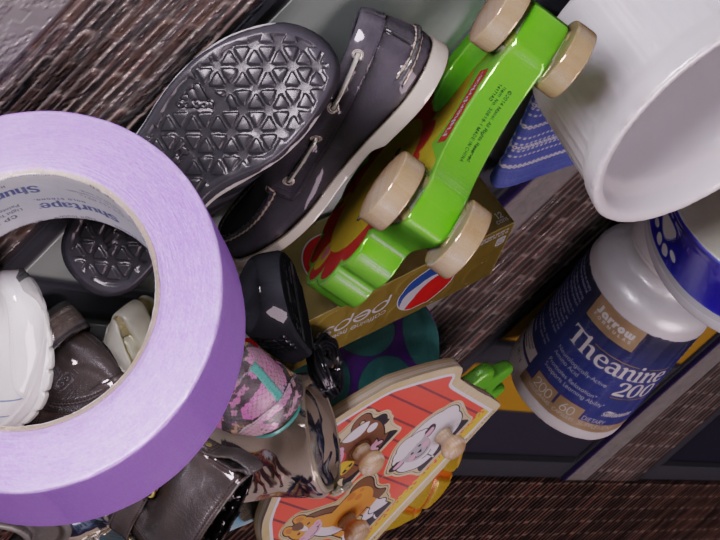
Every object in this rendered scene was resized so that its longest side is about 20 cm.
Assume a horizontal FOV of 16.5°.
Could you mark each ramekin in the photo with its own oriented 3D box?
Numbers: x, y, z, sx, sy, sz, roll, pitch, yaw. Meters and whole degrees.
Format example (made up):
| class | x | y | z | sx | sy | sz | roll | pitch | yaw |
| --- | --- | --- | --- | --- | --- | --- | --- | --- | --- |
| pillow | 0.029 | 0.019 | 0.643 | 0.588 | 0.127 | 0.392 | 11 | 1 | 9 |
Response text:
| class | x | y | z | sx | sy | sz | roll | pitch | yaw |
| --- | --- | --- | --- | --- | --- | --- | --- | --- | --- |
| ramekin | 0.206 | -0.133 | 1.583 | 0.200 | 0.098 | 0.201 | -28 | 154 | -15 |

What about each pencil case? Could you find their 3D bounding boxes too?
| class | x | y | z | sx | sy | sz | roll | pitch | yaw |
| --- | --- | --- | --- | --- | --- | --- | --- | --- | --- |
| pencil case | -0.040 | 0.081 | 1.708 | 0.199 | 0.086 | 0.092 | -20 | -175 | -34 |
| pencil case | -0.109 | 0.121 | 1.586 | 0.199 | 0.090 | 0.078 | -10 | -162 | 7 |

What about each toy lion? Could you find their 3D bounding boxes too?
| class | x | y | z | sx | sy | sz | roll | pitch | yaw |
| --- | --- | --- | --- | --- | --- | --- | --- | --- | --- |
| toy lion | 0.041 | -0.069 | 1.485 | 0.201 | 0.069 | 0.192 | -59 | -167 | -11 |

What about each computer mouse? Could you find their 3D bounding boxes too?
| class | x | y | z | sx | sy | sz | roll | pitch | yaw |
| --- | --- | --- | --- | --- | --- | --- | --- | --- | --- |
| computer mouse | -0.043 | 0.039 | 1.512 | 0.034 | 0.059 | 0.200 | -13 | 158 | 8 |

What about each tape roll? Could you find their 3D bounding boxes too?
| class | x | y | z | sx | sy | sz | roll | pitch | yaw |
| --- | --- | --- | --- | --- | --- | --- | --- | --- | --- |
| tape roll | -0.161 | 0.024 | 1.245 | 0.200 | 0.200 | 0.066 | -35 | 159 | -4 |

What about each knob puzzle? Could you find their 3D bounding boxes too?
| class | x | y | z | sx | sy | sz | roll | pitch | yaw |
| --- | --- | --- | --- | --- | --- | --- | --- | --- | --- |
| knob puzzle | 0.005 | 0.141 | 1.717 | 0.219 | 0.030 | 0.220 | -31 | 150 | -20 |

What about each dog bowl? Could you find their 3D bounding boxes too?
| class | x | y | z | sx | sy | sz | roll | pitch | yaw |
| --- | --- | --- | --- | --- | --- | --- | --- | --- | --- |
| dog bowl | 0.314 | -0.045 | 1.832 | 0.199 | 0.200 | 0.079 | -28 | 154 | -21 |

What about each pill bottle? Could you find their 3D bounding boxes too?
| class | x | y | z | sx | sy | sz | roll | pitch | yaw |
| --- | --- | --- | --- | --- | --- | --- | --- | --- | --- |
| pill bottle | 0.211 | 0.033 | 1.957 | 0.111 | 0.111 | 0.200 | -14 | 149 | -44 |

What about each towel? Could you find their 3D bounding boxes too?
| class | x | y | z | sx | sy | sz | roll | pitch | yaw |
| --- | --- | --- | --- | --- | --- | --- | --- | --- | --- |
| towel | 0.169 | -0.139 | 1.671 | 0.144 | 0.024 | 0.200 | -20 | 152 | -32 |

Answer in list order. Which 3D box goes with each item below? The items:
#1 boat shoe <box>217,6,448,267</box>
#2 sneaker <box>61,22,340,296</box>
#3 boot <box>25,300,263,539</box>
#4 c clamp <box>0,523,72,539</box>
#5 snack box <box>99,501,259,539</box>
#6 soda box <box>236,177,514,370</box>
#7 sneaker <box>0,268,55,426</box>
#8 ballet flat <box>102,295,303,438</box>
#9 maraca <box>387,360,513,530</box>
| class | x | y | z | sx | sy | sz | roll | pitch | yaw |
| --- | --- | --- | --- | --- | --- | --- | --- | --- | --- |
| boat shoe | -0.032 | -0.080 | 1.454 | 0.063 | 0.073 | 0.200 | 32 | 125 | -21 |
| sneaker | -0.092 | -0.067 | 1.380 | 0.200 | 0.072 | 0.083 | -41 | -178 | 13 |
| boot | -0.161 | 0.133 | 1.493 | 0.069 | 0.174 | 0.200 | -35 | 165 | -51 |
| c clamp | -0.271 | 0.177 | 1.486 | 0.170 | 0.027 | 0.200 | 13 | 146 | -30 |
| snack box | -0.090 | 0.146 | 1.748 | 0.199 | 0.037 | 0.116 | -20 | -167 | -37 |
| soda box | 0.000 | 0.000 | 1.631 | 0.199 | 0.064 | 0.068 | -25 | 156 | -27 |
| sneaker | -0.244 | 0.075 | 1.407 | 0.087 | 0.075 | 0.200 | 0 | 138 | -49 |
| ballet flat | -0.113 | 0.053 | 1.501 | 0.069 | 0.199 | 0.071 | -45 | 121 | -26 |
| maraca | 0.032 | 0.130 | 1.888 | 0.199 | 0.107 | 0.137 | -31 | 167 | -17 |
